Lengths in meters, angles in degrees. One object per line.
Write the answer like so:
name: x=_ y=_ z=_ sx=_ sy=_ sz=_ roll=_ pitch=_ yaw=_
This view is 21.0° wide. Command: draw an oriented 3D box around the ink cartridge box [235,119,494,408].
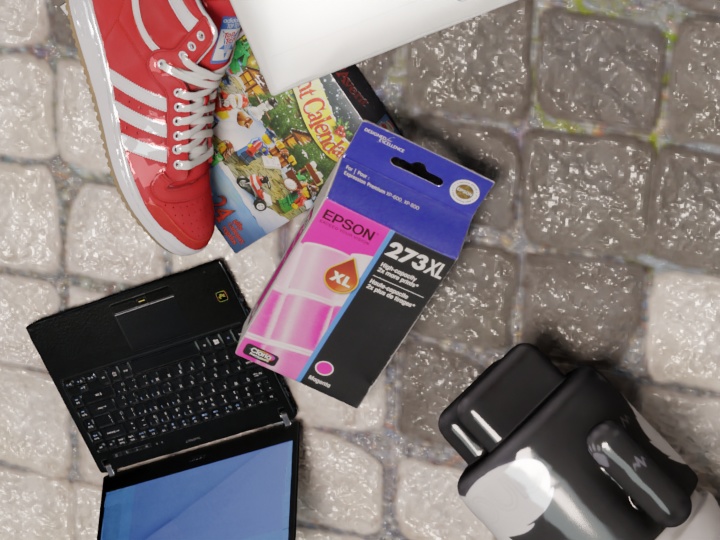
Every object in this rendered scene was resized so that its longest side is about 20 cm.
ink cartridge box: x=0.000 y=0.000 z=1.263 sx=0.095 sy=0.037 sz=0.200 roll=25 pitch=126 yaw=-9

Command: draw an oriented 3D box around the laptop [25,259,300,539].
laptop: x=-0.143 y=0.121 z=1.358 sx=0.177 sy=0.103 sz=0.200 roll=-18 pitch=106 yaw=26

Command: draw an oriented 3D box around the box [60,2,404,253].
box: x=-0.083 y=-0.127 z=1.258 sx=0.136 sy=0.038 sz=0.200 roll=-30 pitch=100 yaw=30

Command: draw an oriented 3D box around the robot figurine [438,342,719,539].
robot figurine: x=0.144 y=0.141 z=1.243 sx=0.125 sy=0.150 sz=0.200 roll=-44 pitch=87 yaw=17

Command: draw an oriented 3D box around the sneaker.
sneaker: x=-0.104 y=-0.108 z=1.211 sx=0.112 sy=0.071 sz=0.200 roll=-9 pitch=108 yaw=28

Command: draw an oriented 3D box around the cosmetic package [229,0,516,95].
cosmetic package: x=0.008 y=-0.235 z=1.106 sx=0.199 sy=0.123 sz=0.200 roll=-20 pitch=107 yaw=16
